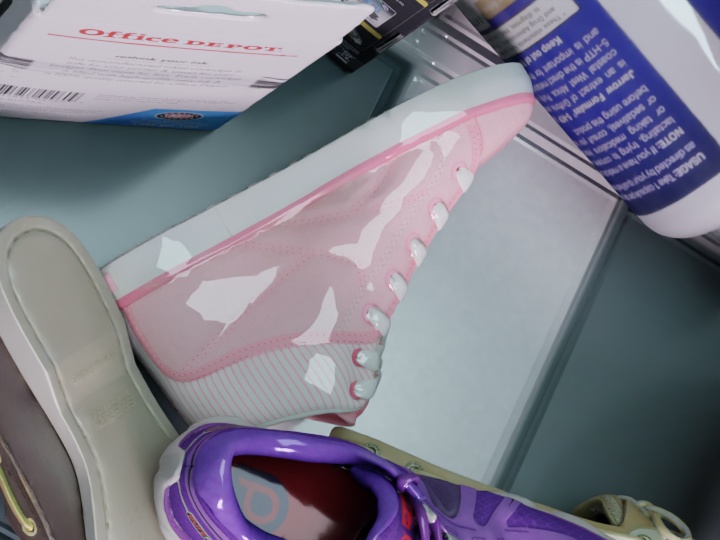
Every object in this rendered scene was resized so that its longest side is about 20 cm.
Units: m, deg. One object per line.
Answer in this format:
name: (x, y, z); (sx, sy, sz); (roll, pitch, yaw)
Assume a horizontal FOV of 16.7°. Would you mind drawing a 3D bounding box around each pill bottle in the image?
pill bottle: (0.141, -0.085, 1.032); (0.120, 0.120, 0.200); (-44, 98, -21)

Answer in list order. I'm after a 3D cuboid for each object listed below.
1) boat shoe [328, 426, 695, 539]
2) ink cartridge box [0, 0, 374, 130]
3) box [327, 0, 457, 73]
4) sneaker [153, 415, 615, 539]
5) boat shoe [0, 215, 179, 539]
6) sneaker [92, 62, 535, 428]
boat shoe: (0.077, 0.107, 1.006); (0.199, 0.073, 0.064); (8, 83, -12)
ink cartridge box: (-0.078, -0.107, 0.910); (0.115, 0.200, 0.069); (2, 81, -20)
box: (-0.037, -0.175, 0.958); (0.200, 0.161, 0.049); (42, 70, -9)
sneaker: (0.019, 0.109, 0.915); (0.198, 0.083, 0.081); (17, 77, -13)
boat shoe: (-0.108, 0.081, 0.946); (0.072, 0.059, 0.201); (-27, 94, -53)
sneaker: (0.000, 0.000, 0.989); (0.199, 0.075, 0.105); (-29, 88, -14)
